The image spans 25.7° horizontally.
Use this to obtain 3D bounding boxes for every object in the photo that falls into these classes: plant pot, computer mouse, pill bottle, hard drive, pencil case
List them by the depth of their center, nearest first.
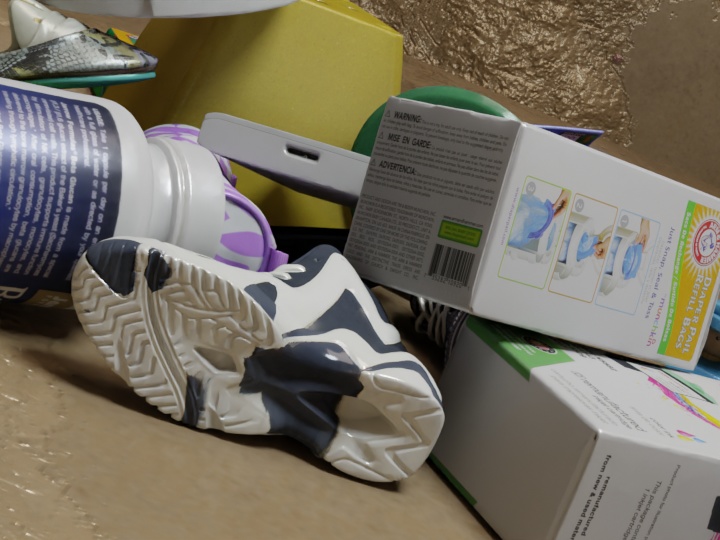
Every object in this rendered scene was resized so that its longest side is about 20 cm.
[{"bbox_3d":[-0.173,-0.039,0.792,0.200,0.111,0.111,8,19,-34],"label":"pill bottle"},{"bbox_3d":[-0.103,-0.035,0.977,0.085,0.084,0.200,3,18,-16],"label":"pencil case"},{"bbox_3d":[0.000,0.000,1.012,0.199,0.046,0.140,2,7,11],"label":"computer mouse"},{"bbox_3d":[-0.013,-0.060,1.029,0.132,0.027,0.200,17,0,14],"label":"hard drive"},{"bbox_3d":[-0.076,-0.136,1.226,0.199,0.177,0.200,17,15,-24],"label":"plant pot"}]

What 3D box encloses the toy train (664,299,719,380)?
[{"bbox_3d":[0.275,0.105,0.989,0.200,0.116,0.085,27,14,16],"label":"toy train"}]

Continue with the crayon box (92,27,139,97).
[{"bbox_3d":[-0.140,-0.153,1.442,0.199,0.058,0.119,18,14,-21],"label":"crayon box"}]

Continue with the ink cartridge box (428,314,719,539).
[{"bbox_3d":[0.154,0.106,0.847,0.200,0.084,0.145,15,15,-29],"label":"ink cartridge box"}]

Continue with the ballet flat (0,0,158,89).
[{"bbox_3d":[-0.232,-0.139,1.012,0.200,0.072,0.072,-10,15,1],"label":"ballet flat"}]

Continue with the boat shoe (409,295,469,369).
[{"bbox_3d":[0.067,0.037,1.046,0.092,0.075,0.200,11,8,19],"label":"boat shoe"}]

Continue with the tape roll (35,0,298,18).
[{"bbox_3d":[-0.129,-0.226,1.070,0.202,0.071,0.203,2,21,-1],"label":"tape roll"}]

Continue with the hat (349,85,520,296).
[{"bbox_3d":[0.108,-0.066,1.207,0.200,0.165,0.176,57,33,-4],"label":"hat"}]

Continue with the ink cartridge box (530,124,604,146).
[{"bbox_3d":[0.108,-0.067,1.285,0.119,0.042,0.200,4,-20,-15],"label":"ink cartridge box"}]

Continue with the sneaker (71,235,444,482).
[{"bbox_3d":[-0.054,0.025,0.814,0.199,0.080,0.130,20,17,-14],"label":"sneaker"}]

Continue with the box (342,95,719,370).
[{"bbox_3d":[0.105,-0.018,0.891,0.200,0.102,0.112,15,2,-41],"label":"box"}]
